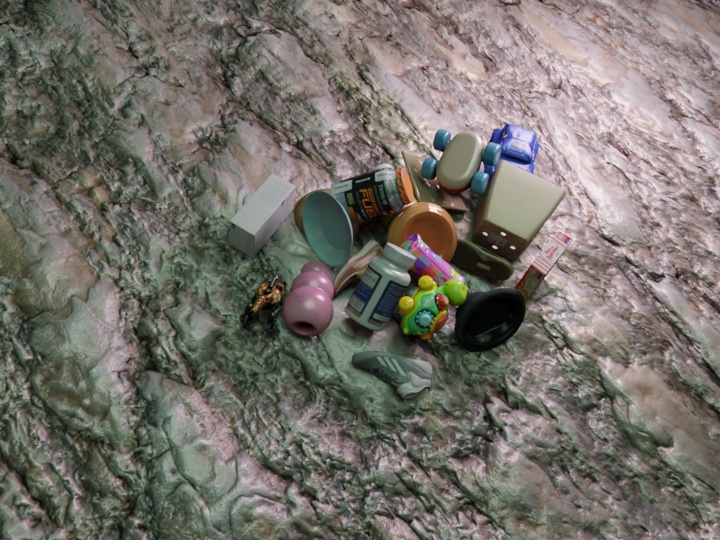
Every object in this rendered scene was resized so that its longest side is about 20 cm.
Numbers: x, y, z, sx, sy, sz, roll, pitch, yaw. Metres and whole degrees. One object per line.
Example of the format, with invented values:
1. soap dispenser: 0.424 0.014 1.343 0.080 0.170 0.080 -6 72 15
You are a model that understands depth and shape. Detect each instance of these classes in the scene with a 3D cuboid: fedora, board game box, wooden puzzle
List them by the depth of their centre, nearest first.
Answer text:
1. fedora: 0.315 0.107 1.591 0.200 0.201 0.092 -11 31 -17
2. board game box: 0.462 0.007 1.637 0.046 0.200 0.151 38 58 14
3. wooden puzzle: 0.207 -0.250 1.820 0.200 0.046 0.186 9 53 -36

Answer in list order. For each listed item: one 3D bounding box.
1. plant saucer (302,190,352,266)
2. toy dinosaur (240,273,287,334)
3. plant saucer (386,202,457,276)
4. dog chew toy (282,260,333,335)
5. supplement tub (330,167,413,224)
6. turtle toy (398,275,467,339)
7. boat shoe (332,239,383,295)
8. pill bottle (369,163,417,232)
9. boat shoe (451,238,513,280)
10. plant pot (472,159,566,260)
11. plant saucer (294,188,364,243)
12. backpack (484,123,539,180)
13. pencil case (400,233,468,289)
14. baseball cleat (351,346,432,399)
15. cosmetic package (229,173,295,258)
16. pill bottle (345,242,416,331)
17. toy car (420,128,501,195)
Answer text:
1. plant saucer: -0.075 -0.111 1.615 0.039 0.201 0.201 -23 64 -36
2. toy dinosaur: -0.231 0.073 1.495 0.102 0.136 0.200 27 14 24
3. plant saucer: 0.169 -0.080 1.661 0.200 0.037 0.201 -2 99 -16
4. dog chew toy: -0.121 0.060 1.542 0.124 0.125 0.200 12 51 -4
5. supplement tub: 0.031 -0.197 1.641 0.200 0.123 0.123 -15 56 18
6. turtle toy: 0.178 0.089 1.544 0.101 0.146 0.200 36 69 26
7. boat shoe: 0.000 0.000 1.629 0.072 0.076 0.200 39 62 10
8. pill bottle: 0.093 -0.198 1.748 0.111 0.111 0.200 -14 62 -19
9. boat shoe: 0.325 -0.031 1.725 0.202 0.075 0.075 31 22 17
10. plant pot: 0.420 -0.149 1.743 0.200 0.200 0.177 27 68 7
11. plant saucer: -0.083 -0.159 1.735 0.200 0.035 0.201 5 57 -8
12. backpack: 0.439 -0.321 1.863 0.162 0.168 0.200 16 60 7
13. pencil case: 0.186 -0.006 1.616 0.200 0.088 0.089 39 55 -18
14. baseball cleat: 0.076 0.246 1.490 0.199 0.070 0.107 8 57 -5
15. cosmetic package: -0.258 -0.145 1.648 0.081 0.113 0.200 28 59 7
16. pill bottle: 0.053 0.039 1.533 0.111 0.111 0.200 30 99 9
17. toy car: 0.297 -0.282 1.795 0.184 0.200 0.177 20 80 22
